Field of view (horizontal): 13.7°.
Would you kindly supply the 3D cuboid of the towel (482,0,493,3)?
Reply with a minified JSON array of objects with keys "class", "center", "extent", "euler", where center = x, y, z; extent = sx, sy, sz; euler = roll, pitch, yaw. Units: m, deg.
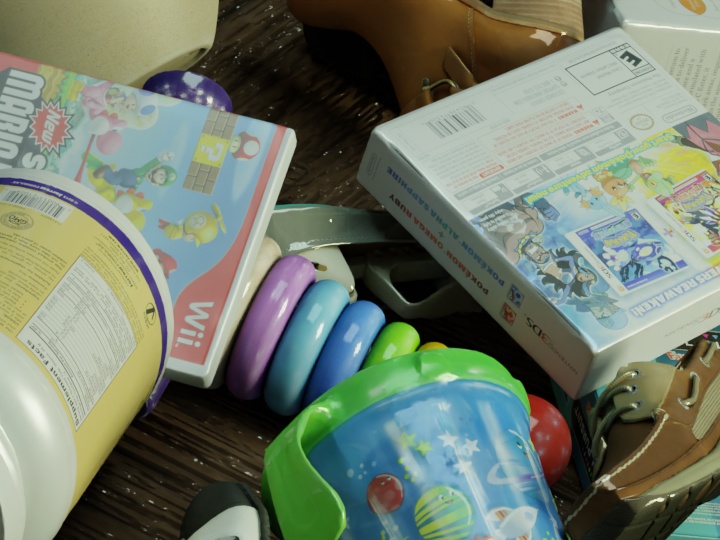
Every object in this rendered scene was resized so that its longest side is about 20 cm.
[{"class":"towel","center":[0.042,-0.196,1.803],"extent":[0.199,0.023,0.144],"euler":[9,-9,-33]}]

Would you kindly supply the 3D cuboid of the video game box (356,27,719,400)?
[{"class":"video game box","center":[0.129,-0.036,1.626],"extent":[0.200,0.047,0.182],"euler":[-24,57,-37]}]

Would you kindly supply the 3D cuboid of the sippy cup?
[{"class":"sippy cup","center":[0.038,0.128,1.392],"extent":[0.177,0.140,0.131],"euler":[-11,50,-22]}]

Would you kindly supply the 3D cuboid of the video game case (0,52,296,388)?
[{"class":"video game case","center":[-0.148,-0.032,1.517],"extent":[0.199,0.017,0.144],"euler":[15,69,10]}]

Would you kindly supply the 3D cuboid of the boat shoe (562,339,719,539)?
[{"class":"boat shoe","center":[0.141,0.084,1.440],"extent":[0.074,0.076,0.200],"euler":[46,28,10]}]

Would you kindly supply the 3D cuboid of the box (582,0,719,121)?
[{"class":"box","center":[0.220,-0.142,1.899],"extent":[0.199,0.107,0.153],"euler":[4,34,-18]}]

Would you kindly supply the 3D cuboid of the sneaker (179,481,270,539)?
[{"class":"sneaker","center":[-0.088,0.157,1.335],"extent":[0.088,0.074,0.200],"euler":[12,31,-8]}]

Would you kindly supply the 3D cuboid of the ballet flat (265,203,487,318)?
[{"class":"ballet flat","center":[0.000,0.000,1.628],"extent":[0.199,0.068,0.064],"euler":[-4,46,-26]}]

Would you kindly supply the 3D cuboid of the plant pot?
[{"class":"plant pot","center":[-0.159,-0.163,1.728],"extent":[0.200,0.200,0.135],"euler":[-28,87,-48]}]

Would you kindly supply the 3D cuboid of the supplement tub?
[{"class":"supplement tub","center":[-0.182,0.056,1.385],"extent":[0.145,0.146,0.200],"euler":[20,32,8]}]

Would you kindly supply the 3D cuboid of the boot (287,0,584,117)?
[{"class":"boot","center":[0.036,-0.111,1.766],"extent":[0.199,0.156,0.074],"euler":[0,-9,29]}]

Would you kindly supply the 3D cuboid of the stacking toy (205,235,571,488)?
[{"class":"stacking toy","center":[0.015,0.059,1.533],"extent":[0.199,0.086,0.085],"euler":[25,33,7]}]

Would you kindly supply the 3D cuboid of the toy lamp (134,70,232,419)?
[{"class":"toy lamp","center":[-0.107,-0.012,1.561],"extent":[0.058,0.058,0.201],"euler":[14,54,-2]}]

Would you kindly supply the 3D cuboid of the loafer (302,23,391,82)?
[{"class":"loafer","center":[0.058,-0.133,1.853],"extent":[0.200,0.073,0.072],"euler":[36,33,28]}]

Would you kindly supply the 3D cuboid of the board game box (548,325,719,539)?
[{"class":"board game box","center":[0.190,0.098,1.569],"extent":[0.150,0.047,0.200],"euler":[6,33,-13]}]
